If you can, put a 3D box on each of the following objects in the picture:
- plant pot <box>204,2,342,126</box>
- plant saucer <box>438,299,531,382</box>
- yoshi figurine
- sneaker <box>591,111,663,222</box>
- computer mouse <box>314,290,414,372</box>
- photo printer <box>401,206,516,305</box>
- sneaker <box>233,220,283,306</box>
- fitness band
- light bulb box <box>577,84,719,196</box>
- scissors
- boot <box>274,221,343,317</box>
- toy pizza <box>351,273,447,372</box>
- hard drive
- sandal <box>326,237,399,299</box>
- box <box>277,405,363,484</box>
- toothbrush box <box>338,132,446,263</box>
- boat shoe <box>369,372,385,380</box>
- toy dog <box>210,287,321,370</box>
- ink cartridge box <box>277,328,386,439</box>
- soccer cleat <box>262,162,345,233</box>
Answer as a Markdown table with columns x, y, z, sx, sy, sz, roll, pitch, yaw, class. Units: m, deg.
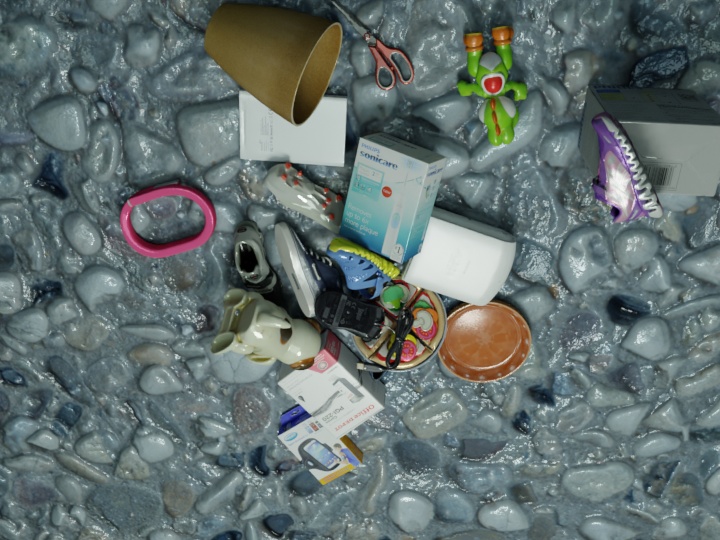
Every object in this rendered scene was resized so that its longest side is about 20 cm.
| x | y | z | sx | sy | sz | roll | pitch | yaw | class |
| --- | --- | --- | --- | --- | --- | --- | --- | --- | --- |
| -0.159 | -0.377 | 1.313 | 0.199 | 0.186 | 0.187 | 27 | 117 | 6 | plant pot |
| 0.260 | 0.147 | 1.621 | 0.199 | 0.032 | 0.201 | 1 | 118 | 3 | plant saucer |
| 0.239 | -0.325 | 1.362 | 0.112 | 0.112 | 0.201 | -18 | 105 | -32 | yoshi figurine |
| 0.403 | -0.153 | 1.211 | 0.088 | 0.081 | 0.201 | -23 | 116 | 24 | sneaker |
| -0.001 | 0.124 | 1.520 | 0.199 | 0.046 | 0.141 | 13 | 85 | 3 | computer mouse |
| 0.199 | -0.024 | 1.515 | 0.199 | 0.070 | 0.167 | 19 | 117 | -6 | photo printer |
| -0.215 | 0.007 | 1.550 | 0.074 | 0.089 | 0.201 | -15 | 117 | 10 | sneaker |
| -0.387 | -0.101 | 1.534 | 0.199 | 0.037 | 0.144 | -15 | 115 | 12 | fitness band |
| 0.496 | -0.228 | 1.318 | 0.197 | 0.200 | 0.126 | 4 | 119 | 2 | light bulb box |
| 0.025 | -0.413 | 1.362 | 0.073 | 0.014 | 0.201 | -25 | 112 | 18 | scissors |
| -0.103 | -0.013 | 1.551 | 0.090 | 0.073 | 0.201 | -23 | 101 | -24 | boot |
| 0.076 | 0.104 | 1.548 | 0.199 | 0.032 | 0.202 | -1 | 82 | 5 | toy pizza |
| -0.126 | -0.268 | 1.437 | 0.199 | 0.025 | 0.133 | 5 | 117 | 2 | hard drive |
| 0.000 | 0.000 | 1.481 | 0.200 | 0.079 | 0.087 | 30 | 91 | -49 | sandal |
| -0.099 | 0.398 | 1.769 | 0.119 | 0.042 | 0.200 | -32 | 113 | 18 | box |
| 0.058 | -0.137 | 1.426 | 0.146 | 0.085 | 0.201 | 26 | 117 | 22 | toothbrush box |
| 0.071 | 0.147 | 1.610 | 0.084 | 0.069 | 0.201 | 13 | 114 | -1 | boat shoe |
| -0.168 | 0.121 | 1.545 | 0.193 | 0.140 | 0.200 | -21 | 143 | 39 | toy dog |
| -0.060 | 0.250 | 1.666 | 0.145 | 0.085 | 0.200 | -37 | 111 | 20 | ink cartridge box |
| -0.100 | -0.135 | 1.488 | 0.200 | 0.070 | 0.077 | 36 | 144 | -22 | soccer cleat |
